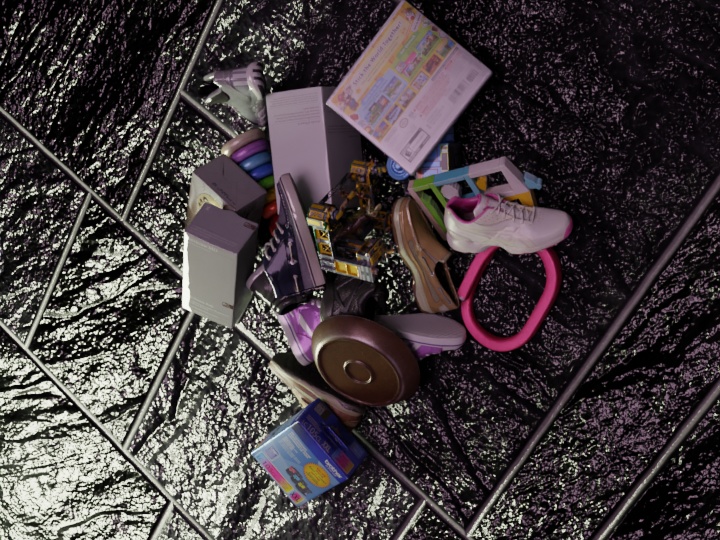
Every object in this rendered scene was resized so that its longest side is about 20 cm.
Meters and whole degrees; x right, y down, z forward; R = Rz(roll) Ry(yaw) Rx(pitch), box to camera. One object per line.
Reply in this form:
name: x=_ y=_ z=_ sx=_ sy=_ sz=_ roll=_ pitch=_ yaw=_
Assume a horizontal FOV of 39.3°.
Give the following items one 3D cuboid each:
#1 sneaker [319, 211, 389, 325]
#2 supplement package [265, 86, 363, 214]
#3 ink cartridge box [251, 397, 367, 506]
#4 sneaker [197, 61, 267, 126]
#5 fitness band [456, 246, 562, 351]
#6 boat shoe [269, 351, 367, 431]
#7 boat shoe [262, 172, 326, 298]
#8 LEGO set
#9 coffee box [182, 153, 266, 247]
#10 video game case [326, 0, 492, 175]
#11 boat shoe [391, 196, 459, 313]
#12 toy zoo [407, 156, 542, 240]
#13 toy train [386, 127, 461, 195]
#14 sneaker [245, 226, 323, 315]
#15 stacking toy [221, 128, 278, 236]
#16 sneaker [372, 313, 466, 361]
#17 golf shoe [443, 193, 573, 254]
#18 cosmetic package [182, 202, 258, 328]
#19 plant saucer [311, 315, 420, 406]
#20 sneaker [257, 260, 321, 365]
sneaker: x=0.000 y=0.000 z=1.689 sx=0.113 sy=0.076 sz=0.202 roll=0 pitch=73 yaw=23
supplement package: x=-0.073 y=-0.201 z=1.691 sx=0.116 sy=0.117 sz=0.203 roll=-2 pitch=96 yaw=30
ink cartridge box: x=-0.083 y=0.315 z=1.762 sx=0.137 sy=0.076 sz=0.200 roll=48 pitch=132 yaw=-2
sneaker: x=-0.217 y=-0.299 z=1.708 sx=0.114 sy=0.200 sz=0.076 roll=-4 pitch=77 yaw=-3
fitness band: x=0.234 y=0.032 z=1.593 sx=0.143 sy=0.037 sz=0.201 roll=35 pitch=115 yaw=21
boat shoe: x=-0.083 y=0.220 z=1.791 sx=0.199 sy=0.075 sz=0.075 roll=31 pitch=118 yaw=23
boat shoe: x=-0.123 y=-0.050 z=1.626 sx=0.092 sy=0.075 sz=0.202 roll=-16 pitch=102 yaw=1
LEGO set: x=0.013 y=-0.078 z=1.599 sx=0.115 sy=0.200 sz=0.155 roll=13 pitch=125 yaw=27
coffee box: x=-0.244 y=-0.090 z=1.788 sx=0.113 sy=0.080 sz=0.201 roll=41 pitch=142 yaw=17
video game case: x=0.074 y=-0.282 z=1.556 sx=0.182 sy=0.023 sz=0.201 roll=40 pitch=100 yaw=9
boat shoe: x=0.111 y=-0.026 z=1.595 sx=0.075 sy=0.072 sz=0.202 roll=-4 pitch=119 yaw=36
toy zoo: x=0.188 y=-0.111 z=1.556 sx=0.198 sy=0.021 sz=0.131 roll=-11 pitch=137 yaw=31
toy train: x=0.103 y=-0.222 z=1.606 sx=0.113 sy=0.087 sz=0.203 roll=0 pitch=96 yaw=21
sneaker: x=-0.095 y=-0.006 z=1.707 sx=0.200 sy=0.071 sz=0.099 roll=-43 pitch=76 yaw=10
stacking toy: x=-0.166 y=-0.145 z=1.782 sx=0.085 sy=0.085 sz=0.202 roll=-29 pitch=88 yaw=31
sneaker: x=0.088 y=0.135 z=1.689 sx=0.198 sy=0.073 sz=0.116 roll=2 pitch=117 yaw=26
golf shoe: x=0.217 y=-0.075 z=1.517 sx=0.198 sy=0.076 sz=0.092 roll=-3 pitch=137 yaw=21
cosmetic package: x=-0.241 y=-0.007 z=1.721 sx=0.106 sy=0.091 sz=0.201 roll=21 pitch=141 yaw=10
plant saucer: x=0.002 y=0.160 z=1.677 sx=0.198 sy=0.035 sz=0.202 roll=17 pitch=137 yaw=17
sneaker: x=-0.096 y=0.052 z=1.774 sx=0.114 sy=0.073 sz=0.202 roll=-32 pitch=82 yaw=17
